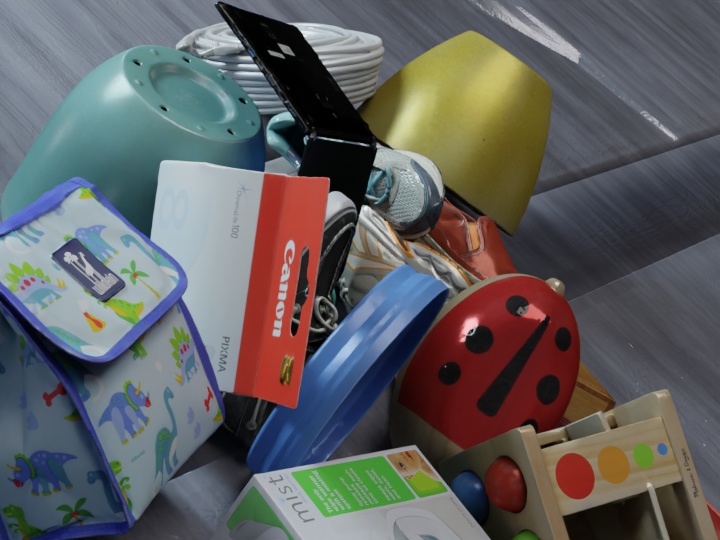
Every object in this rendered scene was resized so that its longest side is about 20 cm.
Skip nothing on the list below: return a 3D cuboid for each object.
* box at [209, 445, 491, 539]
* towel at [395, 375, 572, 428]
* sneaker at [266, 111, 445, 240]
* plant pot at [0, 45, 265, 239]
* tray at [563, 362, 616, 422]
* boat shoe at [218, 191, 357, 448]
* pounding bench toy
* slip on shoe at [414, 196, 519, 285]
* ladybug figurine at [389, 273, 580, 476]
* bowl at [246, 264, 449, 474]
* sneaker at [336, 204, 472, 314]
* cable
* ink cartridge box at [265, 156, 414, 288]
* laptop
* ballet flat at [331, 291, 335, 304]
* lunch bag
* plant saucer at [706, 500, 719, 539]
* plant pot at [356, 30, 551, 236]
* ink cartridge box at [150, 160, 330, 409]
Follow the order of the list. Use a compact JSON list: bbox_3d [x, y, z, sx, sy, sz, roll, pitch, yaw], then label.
[{"bbox_3d":[0.016,0.231,1.240,0.176,0.097,0.200,-1,44,-49],"label":"box"},{"bbox_3d":[0.115,0.133,1.568,0.199,0.023,0.144,29,27,-11],"label":"towel"},{"bbox_3d":[-0.010,-0.085,1.612,0.086,0.078,0.199,5,20,-46],"label":"sneaker"},{"bbox_3d":[-0.167,-0.081,1.470,0.199,0.162,0.201,25,30,-15],"label":"plant pot"},{"bbox_3d":[0.156,0.083,1.592,0.098,0.037,0.200,29,7,-7],"label":"tray"},{"bbox_3d":[-0.048,0.039,1.366,0.068,0.200,0.074,31,-4,21],"label":"boat shoe"},{"bbox_3d":[0.163,0.211,1.336,0.155,0.124,0.202,-11,78,-30],"label":"pounding bench toy"},{"bbox_3d":[0.105,-0.019,1.655,0.200,0.061,0.074,44,7,20],"label":"slip on shoe"},{"bbox_3d":[0.104,0.089,1.444,0.135,0.201,0.072,32,-7,-6],"label":"ladybug figurine"},{"bbox_3d":[-0.012,0.080,1.331,0.039,0.201,0.200,38,29,8],"label":"bowl"},{"bbox_3d":[0.000,0.000,1.567,0.199,0.092,0.076,33,-12,20],"label":"sneaker"},{"bbox_3d":[-0.076,-0.196,1.752,0.198,0.070,0.200,1,14,-1],"label":"cable"},{"bbox_3d":[0.011,-0.037,1.702,0.200,0.045,0.176,42,31,16],"label":"ink cartridge box"},{"bbox_3d":[-0.062,-0.099,1.467,0.201,0.103,0.177,55,14,9],"label":"laptop"},{"bbox_3d":[-0.091,-0.029,1.578,0.069,0.070,0.201,4,40,-41],"label":"ballet flat"},{"bbox_3d":[-0.187,0.054,1.196,0.202,0.126,0.170,69,24,-13],"label":"lunch bag"},{"bbox_3d":[0.262,0.256,1.495,0.200,0.037,0.199,45,31,16],"label":"plant saucer"},{"bbox_3d":[0.108,-0.149,1.793,0.199,0.143,0.200,35,3,-2],"label":"plant pot"},{"bbox_3d":[-0.096,0.007,1.295,0.047,0.162,0.199,9,0,-29],"label":"ink cartridge box"}]
